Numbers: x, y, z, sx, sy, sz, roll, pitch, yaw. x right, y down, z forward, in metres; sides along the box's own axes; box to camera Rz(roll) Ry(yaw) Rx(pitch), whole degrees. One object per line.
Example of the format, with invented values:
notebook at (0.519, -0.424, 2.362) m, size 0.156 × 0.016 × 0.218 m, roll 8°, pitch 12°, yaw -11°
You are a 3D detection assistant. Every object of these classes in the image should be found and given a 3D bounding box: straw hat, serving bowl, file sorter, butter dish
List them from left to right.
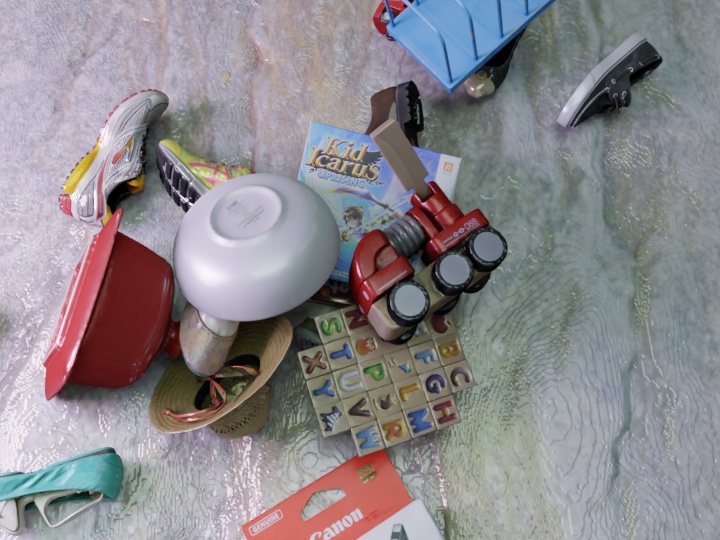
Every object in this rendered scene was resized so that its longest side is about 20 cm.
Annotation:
butter dish at (-0.269, 0.060, 0.985) m, size 0.145 × 0.199 × 0.203 m, roll 20°, pitch 67°, yaw -21°
straw hat at (-0.146, 0.145, 0.990) m, size 0.200 × 0.200 × 0.086 m, roll -37°, pitch 116°, yaw -16°
serving bowl at (-0.123, -0.043, 0.966) m, size 0.195 × 0.066 × 0.203 m, roll -6°, pitch 48°, yaw 6°
file sorter at (0.140, -0.369, 1.113) m, size 0.199 × 0.123 × 0.139 m, roll -41°, pitch 67°, yaw -2°

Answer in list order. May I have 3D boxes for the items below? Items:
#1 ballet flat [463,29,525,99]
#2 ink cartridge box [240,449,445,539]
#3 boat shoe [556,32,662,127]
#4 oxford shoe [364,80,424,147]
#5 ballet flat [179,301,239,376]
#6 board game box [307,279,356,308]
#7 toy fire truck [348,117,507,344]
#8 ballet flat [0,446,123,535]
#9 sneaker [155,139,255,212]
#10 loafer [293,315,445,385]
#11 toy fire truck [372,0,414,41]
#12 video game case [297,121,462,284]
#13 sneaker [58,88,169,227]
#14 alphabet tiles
ballet flat at (0.196, -0.331, 1.223) m, size 0.065 × 0.057 × 0.203 m, roll 24°, pitch 69°, yaw 6°
ink cartridge box at (-0.012, 0.314, 0.960) m, size 0.198 × 0.044 × 0.175 m, roll -28°, pitch 74°, yaw -14°
boat shoe at (0.358, -0.257, 1.206) m, size 0.066 × 0.070 × 0.200 m, roll 41°, pitch 64°, yaw 14°
oxford shoe at (0.041, -0.147, 1.143) m, size 0.083 × 0.073 × 0.204 m, roll -7°, pitch 72°, yaw 22°
ballet flat at (-0.165, 0.032, 1.001) m, size 0.067 × 0.067 × 0.202 m, roll 28°, pitch 35°, yaw -23°
board game box at (0.000, 0.000, 1.098) m, size 0.196 × 0.020 × 0.105 m, roll 10°, pitch 69°, yaw -1°
toy fire truck at (0.051, -0.048, 0.980) m, size 0.174 × 0.129 × 0.201 m, roll -32°, pitch 76°, yaw -17°
ballet flat at (-0.360, 0.252, 0.943) m, size 0.196 × 0.068 × 0.072 m, roll -12°, pitch 61°, yaw -10°
sneaker at (-0.180, -0.107, 1.104) m, size 0.199 × 0.078 × 0.090 m, roll 40°, pitch 62°, yaw 5°
loafer at (0.014, 0.092, 1.039) m, size 0.196 × 0.075 × 0.071 m, roll 18°, pitch 64°, yaw -8°
toy fire truck at (0.130, -0.375, 1.209) m, size 0.197 × 0.049 × 0.143 m, roll 24°, pitch 78°, yaw 20°
video game case at (0.012, -0.071, 1.063) m, size 0.196 × 0.045 × 0.185 m, roll 13°, pitch 87°, yaw 1°
sneaker at (-0.303, -0.143, 1.108) m, size 0.081 × 0.078 × 0.202 m, roll 28°, pitch 78°, yaw 3°
alphabet tiles at (0.032, 0.115, 0.991) m, size 0.196 × 0.006 × 0.169 m, roll -15°, pitch 75°, yaw -19°
